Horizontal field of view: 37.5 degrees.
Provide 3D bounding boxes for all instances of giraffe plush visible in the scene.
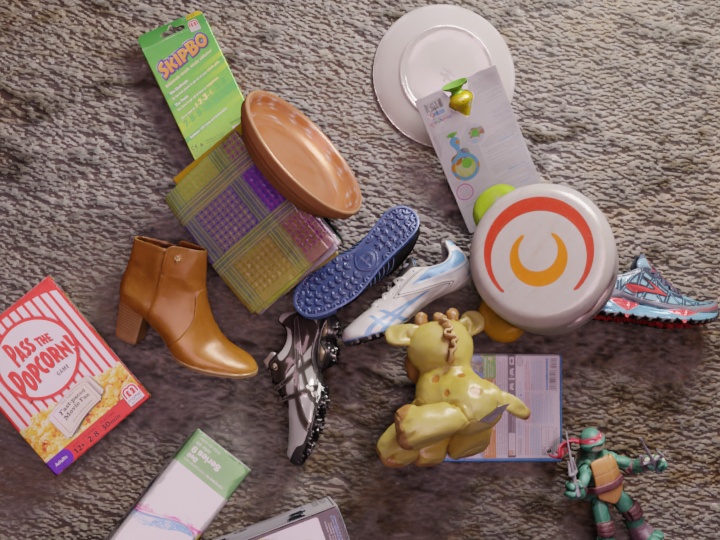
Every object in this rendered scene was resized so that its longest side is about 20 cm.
[{"bbox_3d":[0.100,0.138,1.333,0.172,0.200,0.163,5,56,-39],"label":"giraffe plush"}]

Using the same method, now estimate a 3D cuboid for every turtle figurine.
[{"bbox_3d":[0.327,0.279,1.390,0.149,0.101,0.201,-21,100,-10],"label":"turtle figurine"}]

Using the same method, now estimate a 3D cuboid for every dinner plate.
[{"bbox_3d":[0.116,-0.267,1.443,0.199,0.024,0.202,0,86,-7],"label":"dinner plate"}]

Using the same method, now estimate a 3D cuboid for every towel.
[{"bbox_3d":[-0.138,-0.056,1.330,0.143,0.023,0.200,-40,90,12],"label":"towel"}]

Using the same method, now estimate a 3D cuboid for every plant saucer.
[{"bbox_3d":[-0.080,-0.139,1.334,0.037,0.200,0.200,-40,92,21],"label":"plant saucer"}]

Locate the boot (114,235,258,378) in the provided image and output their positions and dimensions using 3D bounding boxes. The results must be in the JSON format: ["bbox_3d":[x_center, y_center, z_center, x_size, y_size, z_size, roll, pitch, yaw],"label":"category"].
[{"bbox_3d":[-0.208,0.043,1.335,0.200,0.071,0.145,19,105,2],"label":"boot"}]

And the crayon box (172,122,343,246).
[{"bbox_3d":[-0.131,-0.078,1.369,0.127,0.051,0.200,-37,92,5],"label":"crayon box"}]

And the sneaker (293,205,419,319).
[{"bbox_3d":[0.000,0.000,1.375,0.200,0.078,0.070,-38,72,-9],"label":"sneaker"}]

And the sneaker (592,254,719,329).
[{"bbox_3d":[0.391,0.026,1.429,0.199,0.079,0.096,8,83,-7],"label":"sneaker"}]

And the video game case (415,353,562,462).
[{"bbox_3d":[0.172,0.183,1.418,0.199,0.018,0.144,1,86,-8],"label":"video game case"}]

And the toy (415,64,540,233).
[{"bbox_3d":[0.159,-0.164,1.416,0.115,0.047,0.201,-24,115,3],"label":"toy"}]

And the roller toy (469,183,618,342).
[{"bbox_3d":[0.239,-0.009,1.367,0.181,0.140,0.201,-1,81,16],"label":"roller toy"}]

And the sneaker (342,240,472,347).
[{"bbox_3d":[0.055,0.032,1.388,0.199,0.072,0.073,-33,89,-11],"label":"sneaker"}]

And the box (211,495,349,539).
[{"bbox_3d":[-0.116,0.348,1.320,0.199,0.117,0.060,-19,86,-7],"label":"box"}]

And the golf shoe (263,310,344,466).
[{"bbox_3d":[-0.083,0.149,1.366,0.094,0.078,0.201,10,77,4],"label":"golf shoe"}]

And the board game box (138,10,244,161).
[{"bbox_3d":[-0.209,-0.233,1.395,0.095,0.030,0.201,-26,92,-9],"label":"board game box"}]

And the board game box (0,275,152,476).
[{"bbox_3d":[-0.385,0.132,1.334,0.151,0.046,0.200,-41,91,-9],"label":"board game box"}]

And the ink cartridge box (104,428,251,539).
[{"bbox_3d":[-0.232,0.297,1.278,0.087,0.145,0.200,37,73,-3],"label":"ink cartridge box"}]
